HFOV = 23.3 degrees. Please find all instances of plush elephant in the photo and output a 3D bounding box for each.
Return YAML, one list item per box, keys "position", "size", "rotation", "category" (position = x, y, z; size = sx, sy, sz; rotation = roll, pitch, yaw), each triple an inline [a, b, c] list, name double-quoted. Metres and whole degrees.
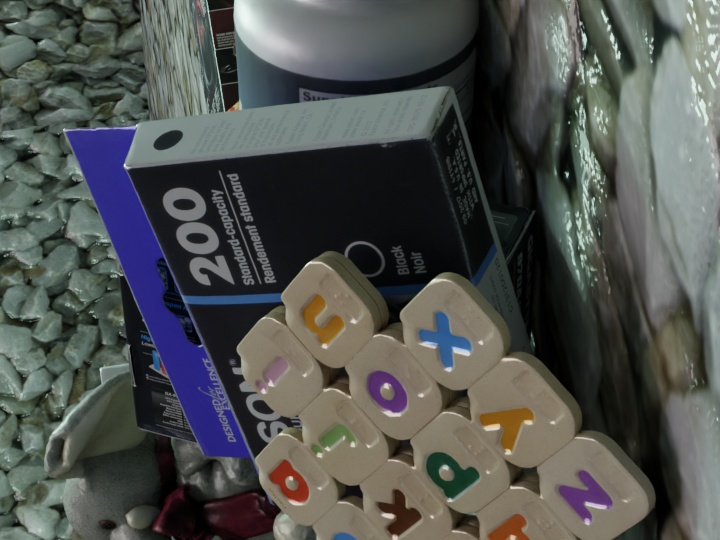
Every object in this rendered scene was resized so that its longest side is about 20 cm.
- position: [-0.096, 0.127, 0.978]
  size: [0.165, 0.154, 0.201]
  rotation: [73, 171, -64]
  category: "plush elephant"

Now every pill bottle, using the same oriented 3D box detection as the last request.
- position: [-0.002, -0.099, 0.845]
  size: [0.120, 0.119, 0.201]
  rotation: [-110, 15, -50]
  category: "pill bottle"

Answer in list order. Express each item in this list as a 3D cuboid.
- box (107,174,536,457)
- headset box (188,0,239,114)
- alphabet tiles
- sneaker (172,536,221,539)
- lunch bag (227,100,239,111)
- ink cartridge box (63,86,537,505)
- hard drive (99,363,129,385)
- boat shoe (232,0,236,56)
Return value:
- position: [-0.019, 0.027, 0.841]
  size: [0.046, 0.199, 0.160]
  rotation: [-59, -25, -48]
  category: "box"
- position: [-0.099, -0.198, 1.481]
  size: [0.149, 0.075, 0.201]
  rotation: [122, 139, -75]
  category: "headset box"
- position: [0.033, 0.086, 0.722]
  size: [0.200, 0.015, 0.196]
  rotation: [47, 140, 5]
  category: "alphabet tiles"
- position: [-0.089, 0.205, 1.200]
  size: [0.200, 0.080, 0.077]
  rotation: [50, -154, -42]
  category: "sneaker"
- position: [-0.064, -0.075, 1.154]
  size: [0.082, 0.176, 0.200]
  rotation: [46, -175, -12]
  category: "lunch bag"
- position: [-0.026, 0.021, 0.780]
  size: [0.043, 0.199, 0.199]
  rotation: [-58, -44, -47]
  category: "ink cartridge box"
- position: [-0.099, 0.091, 1.355]
  size: [0.132, 0.199, 0.026]
  rotation: [104, 155, -67]
  category: "hard drive"
- position: [-0.062, -0.205, 1.102]
  size: [0.072, 0.060, 0.202]
  rotation: [110, 172, -50]
  category: "boat shoe"
